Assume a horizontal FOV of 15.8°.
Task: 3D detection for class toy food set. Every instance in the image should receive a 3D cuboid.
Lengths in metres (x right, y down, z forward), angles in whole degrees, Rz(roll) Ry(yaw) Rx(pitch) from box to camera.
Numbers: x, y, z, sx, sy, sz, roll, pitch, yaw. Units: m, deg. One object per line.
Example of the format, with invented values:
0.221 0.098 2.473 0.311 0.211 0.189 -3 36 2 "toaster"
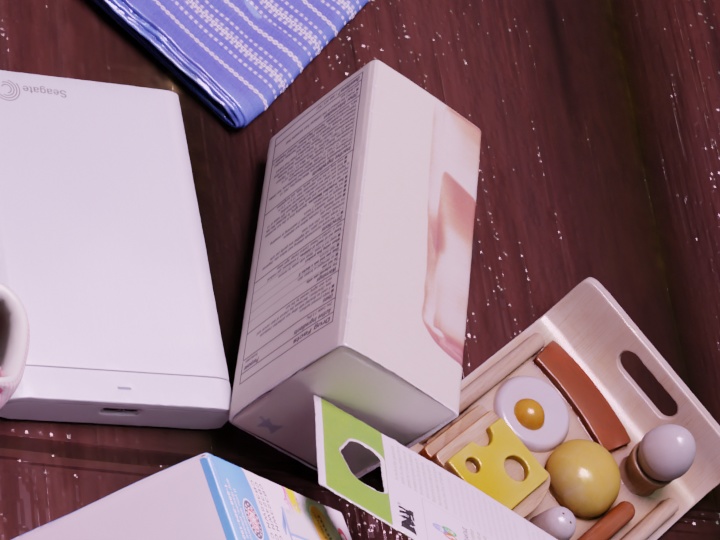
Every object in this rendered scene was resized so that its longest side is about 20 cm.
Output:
0.116 0.104 1.461 0.144 0.060 0.200 50 48 5 "toy food set"

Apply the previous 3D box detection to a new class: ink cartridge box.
-0.066 0.180 1.211 0.200 0.125 0.129 32 34 -66 "ink cartridge box"
0.043 0.161 1.296 0.199 0.076 0.148 32 12 -9 "ink cartridge box"

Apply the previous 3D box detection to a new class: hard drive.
-0.145 -0.013 1.395 0.131 0.027 0.201 5 58 -30 "hard drive"

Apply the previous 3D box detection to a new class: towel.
-0.073 -0.184 1.554 0.145 0.024 0.200 43 48 -3 "towel"

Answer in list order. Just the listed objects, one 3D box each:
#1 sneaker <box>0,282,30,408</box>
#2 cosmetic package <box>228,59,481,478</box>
-0.230 0.073 1.234 0.075 0.105 0.200 44 49 -2 "sneaker"
0.000 0.000 1.416 0.087 0.103 0.201 31 47 -27 "cosmetic package"
